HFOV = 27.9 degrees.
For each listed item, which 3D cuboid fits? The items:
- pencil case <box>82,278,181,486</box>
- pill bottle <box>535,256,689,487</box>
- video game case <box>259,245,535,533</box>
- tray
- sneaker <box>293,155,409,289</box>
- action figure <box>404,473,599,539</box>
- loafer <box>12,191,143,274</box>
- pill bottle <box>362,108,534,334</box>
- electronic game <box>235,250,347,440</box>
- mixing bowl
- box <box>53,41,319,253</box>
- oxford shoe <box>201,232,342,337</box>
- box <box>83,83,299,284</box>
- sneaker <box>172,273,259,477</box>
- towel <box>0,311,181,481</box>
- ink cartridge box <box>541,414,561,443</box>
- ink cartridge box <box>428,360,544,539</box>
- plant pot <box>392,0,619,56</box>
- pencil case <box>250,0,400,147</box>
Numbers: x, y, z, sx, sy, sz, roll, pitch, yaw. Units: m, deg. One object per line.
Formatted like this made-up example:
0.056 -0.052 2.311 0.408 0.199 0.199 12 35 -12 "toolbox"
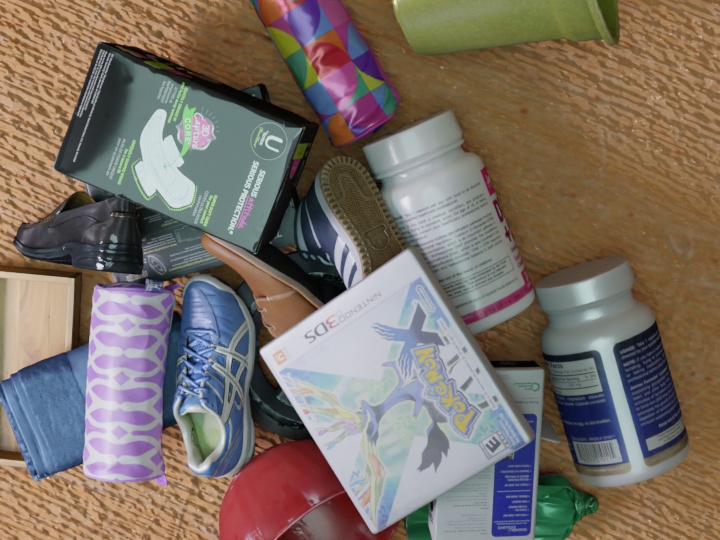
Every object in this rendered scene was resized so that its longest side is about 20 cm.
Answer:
-0.221 0.106 1.398 0.085 0.084 0.202 4 92 -40 "pencil case"
0.240 0.096 1.401 0.115 0.116 0.202 -16 98 7 "pill bottle"
0.030 0.109 1.301 0.182 0.022 0.201 -34 87 22 "video game case"
-0.341 0.100 1.487 0.098 0.037 0.202 5 101 3 "tray"
0.000 0.000 1.375 0.070 0.108 0.202 -20 83 -26 "sneaker"
0.143 0.238 1.464 0.198 0.055 0.120 1 98 -3 "action figure"
-0.270 -0.040 1.403 0.199 0.072 0.073 7 90 46 "loafer"
0.082 -0.044 1.391 0.112 0.113 0.202 -22 98 8 "pill bottle"
-0.044 0.077 1.456 0.198 0.042 0.202 -1 105 -2 "electronic game"
-0.065 0.241 1.430 0.200 0.200 0.109 -46 58 10 "mixing bowl"
-0.154 -0.115 1.334 0.198 0.149 0.125 23 98 1 "box"
-0.078 0.026 1.386 0.199 0.071 0.071 37 105 -10 "oxford shoe"
-0.168 -0.081 1.439 0.198 0.044 0.162 -16 98 7 "box"
-0.142 0.104 1.402 0.075 0.077 0.202 -7 92 20 "sneaker"
-0.255 0.124 1.454 0.198 0.049 0.113 -21 96 -9 "towel"
0.083 0.155 1.408 0.198 0.117 0.068 11 107 -11 "ink cartridge box"
0.114 0.184 1.337 0.098 0.039 0.202 1 100 -10 "ink cartridge box"
0.124 -0.281 1.323 0.182 0.200 0.202 -13 99 19 "plant pot"
-0.036 -0.218 1.388 0.088 0.088 0.201 -28 98 8 "pencil case"
